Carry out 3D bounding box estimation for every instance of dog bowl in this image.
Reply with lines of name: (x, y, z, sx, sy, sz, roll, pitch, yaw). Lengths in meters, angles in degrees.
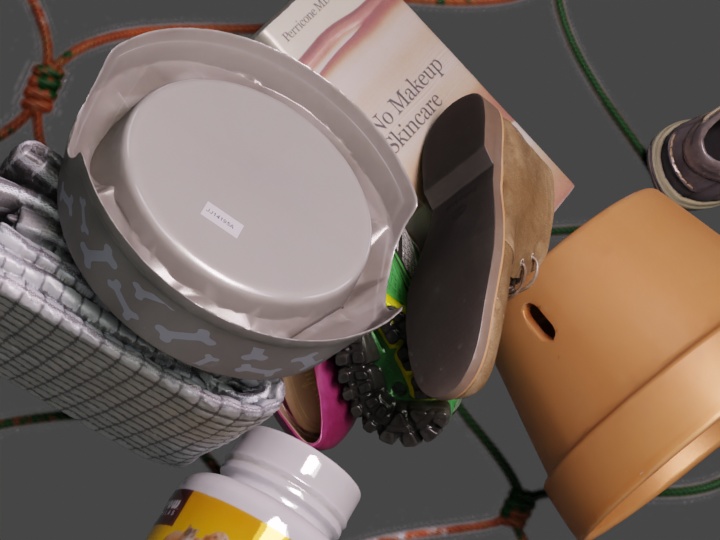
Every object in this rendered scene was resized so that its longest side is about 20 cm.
dog bowl: (-0.066, -0.031, 1.152, 0.200, 0.059, 0.200, 20, 45, -21)

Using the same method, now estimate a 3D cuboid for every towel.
towel: (-0.143, 0.022, 1.219, 0.200, 0.166, 0.086, 30, 67, -14)

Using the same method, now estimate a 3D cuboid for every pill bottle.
pill bottle: (-0.081, 0.189, 1.239, 0.109, 0.109, 0.200, 35, 69, -11)

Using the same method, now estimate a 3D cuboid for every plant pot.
plant pot: (0.166, 0.047, 1.328, 0.200, 0.200, 0.140, -34, 76, -23)

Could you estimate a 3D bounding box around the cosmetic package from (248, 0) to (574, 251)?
cosmetic package: (0.017, -0.080, 1.330, 0.200, 0.087, 0.103, 45, 55, -7)

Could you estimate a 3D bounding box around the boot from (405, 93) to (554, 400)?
boot: (0.074, -0.005, 1.230, 0.075, 0.074, 0.200, 35, 45, -29)

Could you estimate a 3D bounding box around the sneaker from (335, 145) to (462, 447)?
sneaker: (0.000, 0.000, 1.277, 0.200, 0.078, 0.085, 67, 22, -6)

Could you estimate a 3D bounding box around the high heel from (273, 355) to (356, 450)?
high heel: (-0.059, 0.009, 1.283, 0.067, 0.096, 0.200, -34, 95, 13)

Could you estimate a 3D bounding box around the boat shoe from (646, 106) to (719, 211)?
boat shoe: (0.284, -0.088, 1.449, 0.200, 0.073, 0.075, -21, 88, -23)
